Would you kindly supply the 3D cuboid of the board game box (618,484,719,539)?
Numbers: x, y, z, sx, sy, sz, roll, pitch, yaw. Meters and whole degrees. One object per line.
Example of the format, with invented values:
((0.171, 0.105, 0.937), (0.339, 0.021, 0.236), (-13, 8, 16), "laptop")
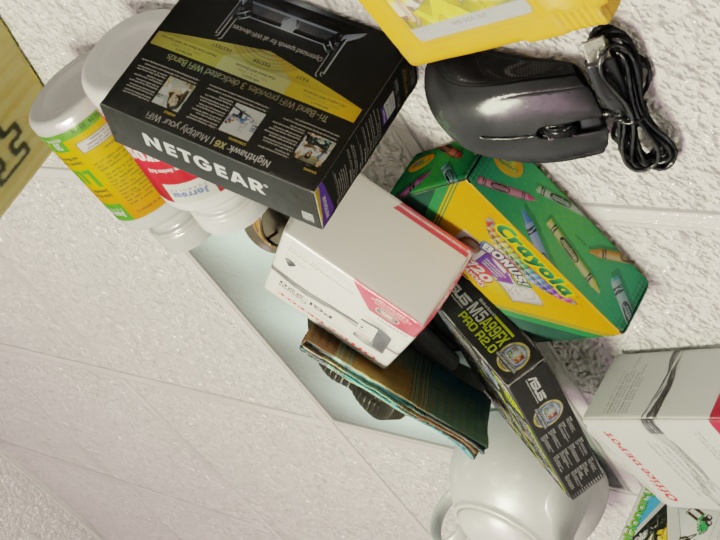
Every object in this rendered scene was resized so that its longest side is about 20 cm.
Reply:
((0.312, 0.271, 1.276), (0.125, 0.201, 0.035), (12, 152, 37), "board game box")

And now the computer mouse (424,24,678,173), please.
((0.121, -0.117, 0.969), (0.199, 0.053, 0.139), (11, 148, 39), "computer mouse")

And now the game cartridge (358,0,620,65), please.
((0.057, -0.219, 0.884), (0.199, 0.033, 0.176), (-1, 139, 52), "game cartridge")

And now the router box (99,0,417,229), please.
((-0.077, -0.139, 1.038), (0.199, 0.158, 0.052), (24, 154, 20), "router box")

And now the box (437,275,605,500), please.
((0.149, 0.108, 1.272), (0.160, 0.044, 0.201), (50, 175, 48), "box")

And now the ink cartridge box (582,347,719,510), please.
((0.319, 0.142, 1.172), (0.145, 0.084, 0.199), (43, 154, -23), "ink cartridge box")

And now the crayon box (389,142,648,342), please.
((0.133, -0.024, 1.117), (0.200, 0.059, 0.118), (42, 155, -20), "crayon box")

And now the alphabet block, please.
((-0.468, -0.158, 1.413), (0.194, 0.201, 0.197), (18, 152, 26), "alphabet block")

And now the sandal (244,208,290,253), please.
((-0.069, -0.049, 1.314), (0.082, 0.055, 0.199), (42, 154, -19), "sandal")

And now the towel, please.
((0.038, 0.102, 1.288), (0.199, 0.022, 0.147), (31, -164, -1), "towel")

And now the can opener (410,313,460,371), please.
((0.041, 0.028, 1.326), (0.066, 0.053, 0.200), (-2, 139, 52), "can opener")

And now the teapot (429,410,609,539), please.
((0.172, 0.263, 1.494), (0.196, 0.147, 0.201), (23, 155, 20), "teapot")

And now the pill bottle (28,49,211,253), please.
((-0.221, -0.112, 1.310), (0.110, 0.112, 0.200), (4, 143, 46), "pill bottle")

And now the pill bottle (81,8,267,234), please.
((-0.157, -0.128, 1.205), (0.111, 0.113, 0.201), (12, 149, 36), "pill bottle")

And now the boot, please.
((0.038, 0.093, 1.435), (0.200, 0.137, 0.078), (53, 129, 42), "boot")

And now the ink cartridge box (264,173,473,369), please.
((0.000, 0.000, 1.169), (0.145, 0.085, 0.200), (34, 165, 1), "ink cartridge box")
